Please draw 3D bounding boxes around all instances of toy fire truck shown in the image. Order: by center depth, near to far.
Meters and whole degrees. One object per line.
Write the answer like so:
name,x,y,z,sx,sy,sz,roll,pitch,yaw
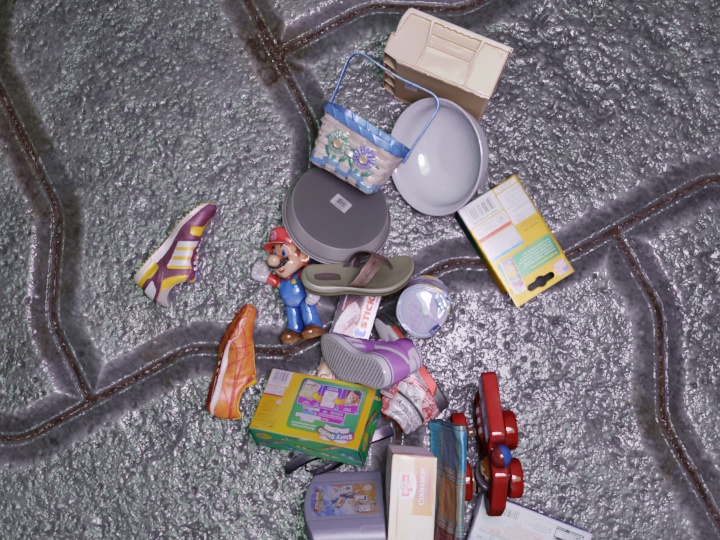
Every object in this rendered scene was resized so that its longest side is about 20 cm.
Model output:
toy fire truck,0.211,0.287,1.352,0.110,0.169,0.203,-3,59,0

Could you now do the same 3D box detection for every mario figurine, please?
mario figurine,-0.130,0.024,1.435,0.121,0.106,0.204,-13,84,1

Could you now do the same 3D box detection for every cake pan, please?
cake pan,-0.038,-0.105,1.447,0.197,0.037,0.203,6,62,-11

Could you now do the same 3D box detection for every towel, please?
towel,0.140,0.353,1.371,0.021,0.146,0.204,5,83,-15

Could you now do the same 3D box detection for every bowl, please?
bowl,0.152,-0.202,1.448,0.199,0.090,0.205,12,108,39

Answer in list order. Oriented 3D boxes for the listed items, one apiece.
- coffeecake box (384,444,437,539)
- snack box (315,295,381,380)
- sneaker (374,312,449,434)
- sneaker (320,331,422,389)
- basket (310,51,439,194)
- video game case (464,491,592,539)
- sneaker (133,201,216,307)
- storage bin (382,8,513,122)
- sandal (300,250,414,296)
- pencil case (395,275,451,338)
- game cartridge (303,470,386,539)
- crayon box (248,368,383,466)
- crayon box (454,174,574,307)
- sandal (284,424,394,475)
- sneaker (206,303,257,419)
coffeecake box,0.077,0.370,1.339,0.072,0.200,0.156,4,83,0
snack box,-0.021,0.118,1.461,0.071,0.024,0.203,17,83,2
sneaker,0.056,0.182,1.431,0.107,0.067,0.203,-34,86,-6
sneaker,0.022,0.143,1.387,0.113,0.199,0.074,-17,113,-35
basket,0.020,-0.241,1.396,0.175,0.139,0.202,29,99,6
video game case,0.269,0.497,1.400,0.197,0.045,0.184,20,82,3
sneaker,-0.308,-0.029,1.465,0.090,0.075,0.200,41,91,-3
storage bin,0.142,-0.343,1.432,0.196,0.200,0.095,23,85,3
sandal,-0.001,0.001,1.379,0.197,0.058,0.080,-5,40,-16
pencil case,0.106,0.055,1.381,0.091,0.200,0.083,-41,89,6
game cartridge,-0.026,0.386,1.341,0.131,0.200,0.042,1,105,-1
crayon box,-0.073,0.243,1.381,0.197,0.059,0.120,8,53,18
crayon box,0.271,-0.050,1.467,0.125,0.052,0.202,-30,83,-3
sandal,-0.035,0.314,1.409,0.197,0.076,0.043,-19,76,-2
sneaker,-0.213,0.159,1.446,0.076,0.073,0.203,16,87,-20
